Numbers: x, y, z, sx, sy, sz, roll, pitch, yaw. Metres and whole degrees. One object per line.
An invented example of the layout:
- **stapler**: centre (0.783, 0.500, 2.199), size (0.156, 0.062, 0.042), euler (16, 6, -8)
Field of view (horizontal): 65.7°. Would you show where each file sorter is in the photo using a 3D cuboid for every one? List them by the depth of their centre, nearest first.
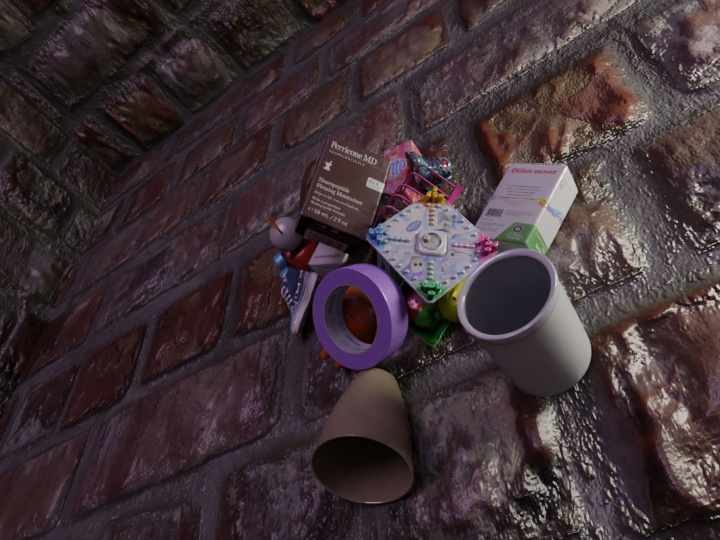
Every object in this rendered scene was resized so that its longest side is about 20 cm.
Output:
- **file sorter**: centre (0.121, -0.127, 1.276), size (0.201, 0.124, 0.140), euler (-53, -5, -42)

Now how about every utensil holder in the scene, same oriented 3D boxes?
- **utensil holder**: centre (0.279, 0.092, 0.936), size (0.167, 0.200, 0.173), euler (-25, 41, 23)

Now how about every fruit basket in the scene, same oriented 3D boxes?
- **fruit basket**: centre (0.166, 0.044, 1.137), size (0.217, 0.155, 0.216), euler (-50, 10, 12)

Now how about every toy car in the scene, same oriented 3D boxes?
- **toy car**: centre (-0.200, -0.095, 1.587), size (0.184, 0.200, 0.177), euler (-41, 36, 3)

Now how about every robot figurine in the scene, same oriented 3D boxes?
- **robot figurine**: centre (-0.022, 0.117, 1.248), size (0.144, 0.115, 0.203), euler (43, 112, 38)

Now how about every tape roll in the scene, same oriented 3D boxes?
- **tape roll**: centre (-0.003, 0.091, 1.118), size (0.197, 0.206, 0.065), euler (-11, 3, 37)

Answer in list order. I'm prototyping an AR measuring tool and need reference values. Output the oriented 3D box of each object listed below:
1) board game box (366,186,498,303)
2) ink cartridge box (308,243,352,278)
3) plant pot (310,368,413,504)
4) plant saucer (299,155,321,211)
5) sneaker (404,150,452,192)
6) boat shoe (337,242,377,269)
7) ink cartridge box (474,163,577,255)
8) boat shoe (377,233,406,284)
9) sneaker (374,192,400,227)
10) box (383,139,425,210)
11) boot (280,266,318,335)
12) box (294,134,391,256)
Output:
- **board game box**: centre (0.144, -0.060, 1.113), size (0.198, 0.026, 0.200), euler (-33, 63, -22)
- **ink cartridge box**: centre (-0.034, -0.075, 1.501), size (0.144, 0.084, 0.203), euler (-2, 54, 47)
- **plant pot**: centre (0.017, 0.289, 1.043), size (0.184, 0.189, 0.202), euler (-23, 28, 26)
- **plant saucer**: centre (-0.113, -0.201, 1.470), size (0.034, 0.202, 0.204), euler (7, 56, 18)
- **sneaker**: centre (0.176, -0.263, 1.396), size (0.094, 0.199, 0.081), euler (-23, 76, 21)
- **boat shoe**: centre (0.000, 0.000, 1.370), size (0.071, 0.069, 0.200), euler (-3, 33, 37)
- **ink cartridge box**: centre (0.345, -0.121, 1.176), size (0.143, 0.084, 0.202), euler (14, 65, 49)
- **boat shoe**: centre (0.072, -0.007, 1.214), size (0.065, 0.203, 0.072), euler (-25, 52, -19)
- **sneaker**: centre (0.074, -0.090, 1.402), size (0.090, 0.069, 0.204), euler (-46, 60, 51)
- **box**: centre (0.114, -0.239, 1.504), size (0.094, 0.100, 0.203), euler (-18, 43, 31)
- **boot**: centre (-0.177, 0.079, 1.477), size (0.088, 0.074, 0.203), euler (14, 46, 1)
- **box**: centre (-0.045, -0.170, 1.308), size (0.164, 0.162, 0.205), euler (138, 152, -74)
